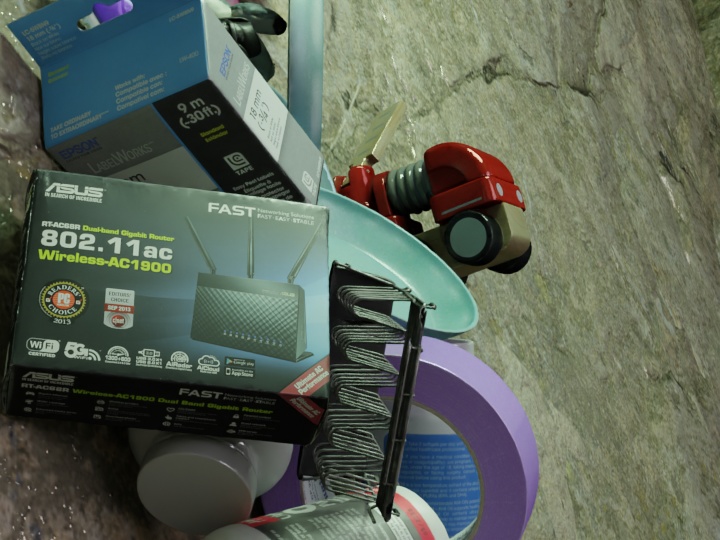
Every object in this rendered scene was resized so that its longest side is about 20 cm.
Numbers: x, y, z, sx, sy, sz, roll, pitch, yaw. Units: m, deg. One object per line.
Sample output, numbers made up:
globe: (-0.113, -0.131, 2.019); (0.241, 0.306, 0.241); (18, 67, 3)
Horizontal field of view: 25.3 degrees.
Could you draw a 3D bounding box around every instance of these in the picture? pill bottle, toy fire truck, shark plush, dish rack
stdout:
pill bottle: (-0.094, 0.080, 1.103); (0.113, 0.112, 0.200); (55, 28, -30)
toy fire truck: (0.052, -0.076, 1.454); (0.129, 0.176, 0.201); (11, 61, -62)
pill bottle: (-0.043, 0.209, 1.028); (0.200, 0.111, 0.111); (-9, 79, -41)
shark plush: (-0.152, -0.203, 1.261); (0.200, 0.091, 0.083); (26, 16, -16)
dish rack: (0.002, 0.077, 1.034); (0.200, 0.054, 0.154); (-148, -114, -82)
pill bottle: (0.051, 0.156, 1.287); (0.112, 0.112, 0.201); (-2, 93, -65)

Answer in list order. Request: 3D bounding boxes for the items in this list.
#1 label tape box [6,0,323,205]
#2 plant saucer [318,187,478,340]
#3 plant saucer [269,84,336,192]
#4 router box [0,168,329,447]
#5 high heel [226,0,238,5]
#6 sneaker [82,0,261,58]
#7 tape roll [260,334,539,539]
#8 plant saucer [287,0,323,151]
label tape box: (-0.139, -0.104, 1.112); (0.200, 0.144, 0.063); (51, 32, -35)
plant saucer: (0.000, 0.000, 1.268); (0.200, 0.036, 0.200); (29, 19, -11)
plant saucer: (-0.079, -0.063, 1.335); (0.201, 0.039, 0.201); (46, 34, -44)
router box: (-0.118, 0.023, 1.014); (0.062, 0.199, 0.150); (113, -20, -51)
high heel: (-0.106, -0.280, 1.410); (0.200, 0.067, 0.096); (-46, 124, -50)
sneaker: (-0.130, -0.166, 1.193); (0.200, 0.099, 0.070); (51, 2, -21)
tape roll: (0.029, 0.151, 1.185); (0.201, 0.200, 0.066); (67, 18, -6)
plant saucer: (-0.044, -0.156, 1.241); (0.200, 0.027, 0.201); (-179, -90, -88)
